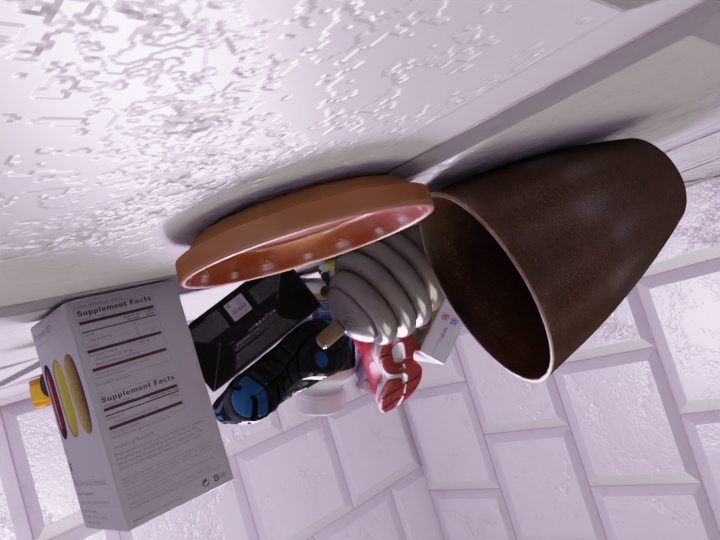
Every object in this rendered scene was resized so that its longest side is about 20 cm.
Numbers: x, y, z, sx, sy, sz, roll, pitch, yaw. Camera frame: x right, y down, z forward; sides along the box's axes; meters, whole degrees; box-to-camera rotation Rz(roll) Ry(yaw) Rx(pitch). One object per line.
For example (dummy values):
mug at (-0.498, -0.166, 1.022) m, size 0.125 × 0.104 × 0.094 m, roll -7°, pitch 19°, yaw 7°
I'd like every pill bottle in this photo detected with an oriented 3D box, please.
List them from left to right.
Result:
pill bottle at (-0.063, 0.114, 0.963) m, size 0.110 × 0.202 × 0.111 m, roll -1°, pitch -175°, yaw 0°

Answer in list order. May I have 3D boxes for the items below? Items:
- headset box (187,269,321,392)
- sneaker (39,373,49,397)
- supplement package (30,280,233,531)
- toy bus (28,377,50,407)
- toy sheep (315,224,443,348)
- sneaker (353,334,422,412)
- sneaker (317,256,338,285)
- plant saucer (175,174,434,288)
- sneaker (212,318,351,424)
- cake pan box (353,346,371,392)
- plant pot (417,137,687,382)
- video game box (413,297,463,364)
headset box at (-0.138, 0.067, 0.746) m, size 0.148 × 0.075 × 0.200 m, roll -38°, pitch -178°, yaw -16°
sneaker at (-0.322, 0.098, 0.782) m, size 0.199 × 0.075 × 0.116 m, roll -27°, pitch 173°, yaw -10°
supplement package at (-0.221, 0.126, 0.595) m, size 0.109 × 0.202 × 0.113 m, roll -14°, pitch 174°, yaw -45°
toy bus at (-0.617, 0.240, 1.361) m, size 0.198 × 0.066 × 0.078 m, roll -16°, pitch 175°, yaw -18°
toy sheep at (0.025, 0.018, 0.698) m, size 0.200 × 0.138 × 0.138 m, roll -46°, pitch -174°, yaw -20°
sneaker at (0.025, 0.112, 0.885) m, size 0.078 × 0.116 × 0.201 m, roll -26°, pitch 144°, yaw -22°
sneaker at (0.000, 0.000, 0.875) m, size 0.076 × 0.076 × 0.200 m, roll -34°, pitch 178°, yaw 15°
plant saucer at (-0.042, -0.030, 0.474) m, size 0.199 × 0.033 × 0.200 m, roll -17°, pitch 176°, yaw -1°
sneaker at (-0.094, 0.119, 0.749) m, size 0.199 × 0.074 × 0.082 m, roll -26°, pitch 176°, yaw -43°
cake pan box at (0.035, 0.083, 1.016) m, size 0.052 × 0.186 × 0.200 m, roll 18°, pitch -173°, yaw -9°
plant pot at (0.185, -0.034, 0.563) m, size 0.199 × 0.188 × 0.187 m, roll -31°, pitch 179°, yaw -12°
video game box at (0.121, 0.048, 0.940) m, size 0.047 × 0.183 × 0.200 m, roll 25°, pitch 171°, yaw -5°
